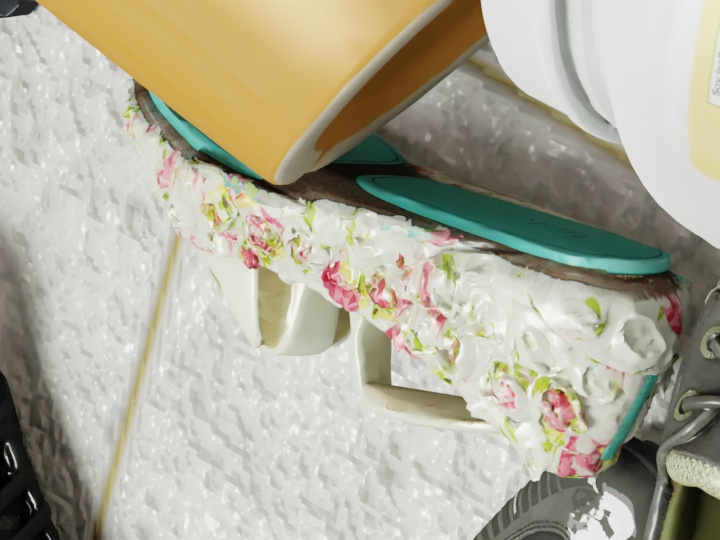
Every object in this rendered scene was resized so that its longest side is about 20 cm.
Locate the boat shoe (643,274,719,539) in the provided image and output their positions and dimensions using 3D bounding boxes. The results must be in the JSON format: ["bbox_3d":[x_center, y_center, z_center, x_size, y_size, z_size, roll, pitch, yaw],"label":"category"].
[{"bbox_3d":[0.102,0.045,0.668,0.072,0.066,0.202,24,114,38],"label":"boat shoe"}]

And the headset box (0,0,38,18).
[{"bbox_3d":[-0.195,-0.152,0.817,0.174,0.199,0.093,50,127,23],"label":"headset box"}]

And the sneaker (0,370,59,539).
[{"bbox_3d":[-0.096,0.098,0.870,0.111,0.073,0.201,7,111,39],"label":"sneaker"}]

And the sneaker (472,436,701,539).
[{"bbox_3d":[0.020,0.126,0.745,0.067,0.090,0.201,47,127,25],"label":"sneaker"}]

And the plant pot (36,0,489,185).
[{"bbox_3d":[-0.031,-0.129,0.689,0.183,0.200,0.200,49,129,5],"label":"plant pot"}]

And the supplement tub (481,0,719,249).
[{"bbox_3d":[0.137,-0.052,0.550,0.199,0.145,0.146,28,116,29],"label":"supplement tub"}]

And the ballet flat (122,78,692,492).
[{"bbox_3d":[0.000,0.000,0.741,0.200,0.075,0.064,27,112,47],"label":"ballet flat"}]
